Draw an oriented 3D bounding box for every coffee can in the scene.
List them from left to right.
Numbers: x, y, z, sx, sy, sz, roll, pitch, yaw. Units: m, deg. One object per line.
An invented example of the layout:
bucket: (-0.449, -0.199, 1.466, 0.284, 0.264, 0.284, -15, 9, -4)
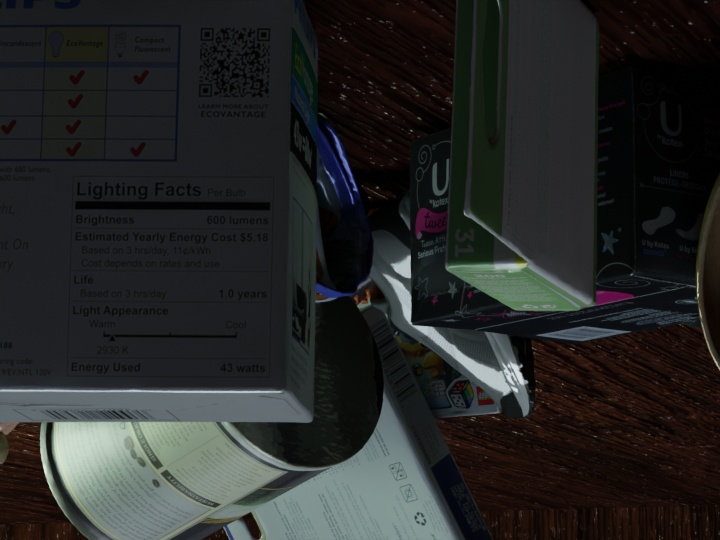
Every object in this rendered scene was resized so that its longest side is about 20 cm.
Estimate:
coffee can: (-0.100, 0.093, 1.548, 0.146, 0.147, 0.200, 9, 152, -35)

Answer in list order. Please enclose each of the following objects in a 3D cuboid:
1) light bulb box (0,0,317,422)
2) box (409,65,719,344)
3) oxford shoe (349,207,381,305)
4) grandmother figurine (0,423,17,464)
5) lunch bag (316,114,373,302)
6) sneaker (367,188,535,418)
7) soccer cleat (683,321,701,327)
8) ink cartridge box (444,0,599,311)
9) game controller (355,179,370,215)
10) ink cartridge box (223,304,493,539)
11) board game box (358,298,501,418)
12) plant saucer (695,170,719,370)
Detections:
light bulb box: (-0.121, -0.033, 1.111, 0.197, 0.201, 0.125, 0, 170, 4)
box: (0.135, -0.032, 1.309, 0.132, 0.116, 0.200, 7, 168, -34)
oxford shoe: (0.000, 0.000, 1.578, 0.199, 0.073, 0.071, -4, 166, 24)
grandmother figurine: (-0.189, 0.031, 1.563, 0.121, 0.200, 0.061, 45, 177, 39)
lunch bag: (-0.101, -0.035, 1.302, 0.169, 0.125, 0.200, -5, 160, 22)
sneaker: (0.057, 0.025, 1.518, 0.079, 0.074, 0.200, -22, 128, 18)
soccer cleat: (0.272, 0.005, 1.629, 0.199, 0.068, 0.081, 10, 148, -40)
ink cartridge box: (0.061, -0.071, 1.044, 0.048, 0.147, 0.200, -2, 168, 22)
game controller: (-0.096, -0.041, 1.469, 0.199, 0.042, 0.104, 5, 168, -19)
ink cartridge box: (-0.023, 0.143, 1.649, 0.199, 0.201, 0.041, -22, -174, 39)
board game box: (0.017, 0.043, 1.649, 0.199, 0.127, 0.035, -8, 177, 36)
plant saucer: (0.245, -0.023, 1.218, 0.199, 0.201, 0.035, 9, -166, -34)
